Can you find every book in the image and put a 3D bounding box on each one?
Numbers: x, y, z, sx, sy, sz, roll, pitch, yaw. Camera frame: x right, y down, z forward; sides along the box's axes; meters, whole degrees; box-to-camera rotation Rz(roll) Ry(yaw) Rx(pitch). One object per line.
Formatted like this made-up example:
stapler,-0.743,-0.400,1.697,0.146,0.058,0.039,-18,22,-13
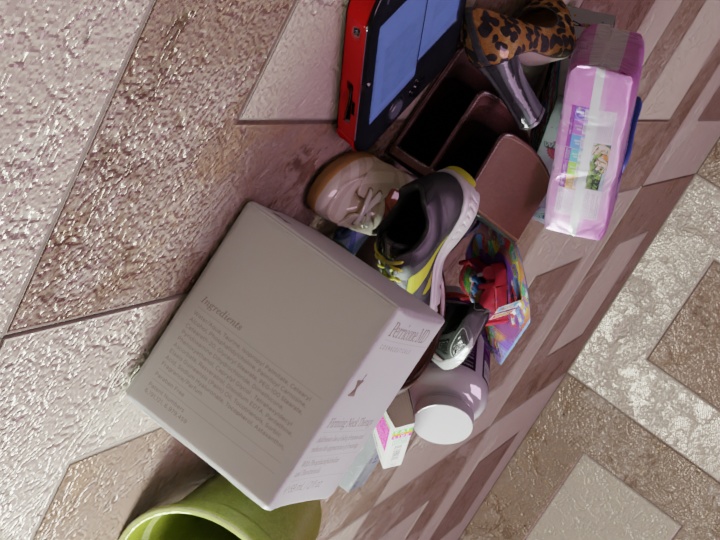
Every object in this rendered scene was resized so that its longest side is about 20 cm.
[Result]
book,0.027,0.155,1.448,0.048,0.135,0.200,-13,160,-8

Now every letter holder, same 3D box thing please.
letter holder,0.137,-0.132,1.241,0.143,0.100,0.200,-57,155,3

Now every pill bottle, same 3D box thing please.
pill bottle,0.113,0.123,1.540,0.201,0.112,0.113,-80,-174,-46

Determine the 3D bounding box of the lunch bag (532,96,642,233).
lunch bag,0.297,-0.144,1.588,0.200,0.075,0.161,124,-13,-56

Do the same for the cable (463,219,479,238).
cable,0.133,-0.078,1.449,0.164,0.051,0.200,-55,163,1

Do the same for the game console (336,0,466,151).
game console,0.045,-0.210,1.013,0.177,0.031,0.201,-44,160,-28

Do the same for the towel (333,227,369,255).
towel,0.000,0.000,1.295,0.147,0.024,0.201,-37,153,-39

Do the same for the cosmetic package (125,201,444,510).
cosmetic package,-0.061,0.075,1.037,0.201,0.166,0.167,-57,162,5

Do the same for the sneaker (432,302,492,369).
sneaker,0.077,0.065,1.410,0.081,0.086,0.200,-60,-164,-21

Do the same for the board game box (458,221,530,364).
board game box,0.148,0.021,1.441,0.039,0.159,0.200,-10,156,-15

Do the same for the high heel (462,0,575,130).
high heel,0.156,-0.258,1.182,0.143,0.071,0.201,51,42,-38

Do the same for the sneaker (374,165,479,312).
sneaker,0.038,-0.010,1.131,0.084,0.074,0.201,-4,121,-49

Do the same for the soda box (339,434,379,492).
soda box,0.019,0.206,1.646,0.201,0.068,0.063,-59,162,12

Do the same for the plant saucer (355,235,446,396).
plant saucer,0.040,0.048,1.265,0.200,0.032,0.202,-20,115,-52

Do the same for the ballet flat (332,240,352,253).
ballet flat,-0.064,0.064,1.166,0.067,0.064,0.201,24,101,-44

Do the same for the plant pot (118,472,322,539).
plant pot,-0.132,0.295,1.264,0.201,0.200,0.184,-63,171,27

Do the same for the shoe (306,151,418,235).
shoe,0.019,-0.071,1.143,0.200,0.053,0.070,-2,123,-60

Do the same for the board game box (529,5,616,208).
board game box,0.249,-0.191,1.426,0.201,0.064,0.148,101,1,-55

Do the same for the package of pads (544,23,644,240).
package of pads,0.248,-0.147,1.255,0.121,0.075,0.201,-58,156,-53
